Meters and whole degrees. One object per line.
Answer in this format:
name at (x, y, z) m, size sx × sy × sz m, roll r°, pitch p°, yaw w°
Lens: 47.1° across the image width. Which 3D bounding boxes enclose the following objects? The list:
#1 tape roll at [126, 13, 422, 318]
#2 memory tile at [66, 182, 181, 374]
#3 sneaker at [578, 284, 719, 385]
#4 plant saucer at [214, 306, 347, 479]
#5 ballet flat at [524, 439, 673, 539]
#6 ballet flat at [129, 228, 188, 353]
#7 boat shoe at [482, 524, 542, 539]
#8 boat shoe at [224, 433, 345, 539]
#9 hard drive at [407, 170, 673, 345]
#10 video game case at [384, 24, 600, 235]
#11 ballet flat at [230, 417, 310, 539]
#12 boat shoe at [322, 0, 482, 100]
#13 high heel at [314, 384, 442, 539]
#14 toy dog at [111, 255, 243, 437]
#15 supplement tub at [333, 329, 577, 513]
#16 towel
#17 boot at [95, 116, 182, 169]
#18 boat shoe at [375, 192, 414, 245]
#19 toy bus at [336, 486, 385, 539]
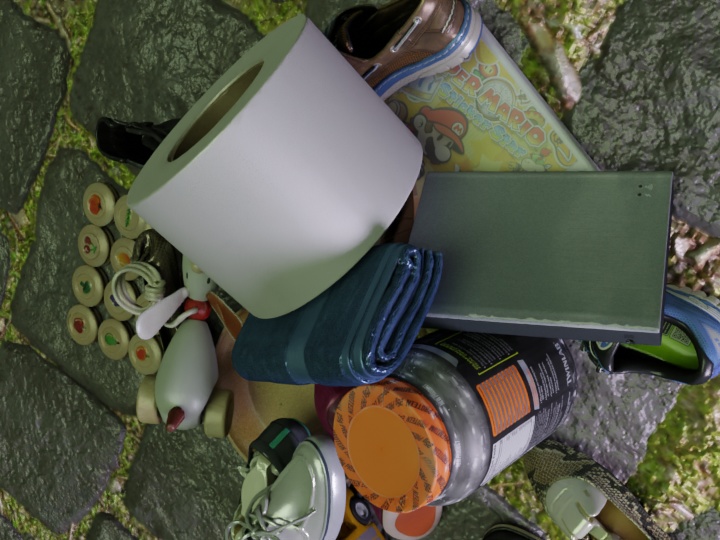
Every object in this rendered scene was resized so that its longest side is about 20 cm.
tape roll at (-0.068, -0.081, 0.661) m, size 0.202 × 0.203 × 0.139 m, roll -33°, pitch 116°, yaw 29°
memory tile at (-0.271, 0.010, 0.944) m, size 0.152 × 0.017 × 0.201 m, roll 20°, pitch 107°, yaw 24°
sneaker at (0.193, 0.029, 0.652) m, size 0.199 × 0.089 × 0.079 m, roll 23°, pitch 118°, yaw 24°
plant saucer at (-0.062, 0.121, 0.841) m, size 0.199 × 0.035 × 0.202 m, roll 5°, pitch 101°, yaw 28°
ballet flat at (0.213, 0.223, 0.688) m, size 0.200 × 0.075 × 0.068 m, roll 42°, pitch 116°, yaw 16°
ballet flat at (-0.204, 0.055, 0.876) m, size 0.067 × 0.046 × 0.202 m, roll -2°, pitch 102°, yaw 48°
boat shoe at (0.176, 0.318, 0.734) m, size 0.074 × 0.063 × 0.202 m, roll -45°, pitch 76°, yaw 29°
boat shoe at (-0.078, 0.236, 0.749) m, size 0.075 × 0.086 × 0.203 m, roll 49°, pitch 131°, yaw 40°
hard drive at (0.134, -0.015, 0.644) m, size 0.199 × 0.033 × 0.140 m, roll 2°, pitch 58°, yaw 24°
video game case at (0.083, -0.099, 0.732) m, size 0.182 × 0.023 × 0.201 m, roll -41°, pitch 79°, yaw 27°
ballet flat at (-0.099, 0.235, 0.823) m, size 0.073 × 0.073 × 0.201 m, roll 28°, pitch 122°, yaw 21°
boat shoe at (0.006, -0.190, 0.707) m, size 0.199 × 0.072 × 0.073 m, roll -20°, pitch 55°, yaw 41°
high heel at (0.018, 0.172, 0.772) m, size 0.096 × 0.067 × 0.201 m, roll 50°, pitch 167°, yaw 50°
toy dog at (-0.172, 0.077, 0.807) m, size 0.131 × 0.096 × 0.202 m, roll -13°, pitch 97°, yaw 0°
supplement tub at (0.078, 0.107, 0.660) m, size 0.122 × 0.199 × 0.124 m, roll 12°, pitch 109°, yaw 39°
towel at (-0.024, 0.040, 0.645) m, size 0.048 × 0.112 × 0.199 m, roll 39°, pitch 154°, yaw -27°
boot at (-0.145, -0.110, 0.787) m, size 0.199 × 0.131 × 0.070 m, roll 8°, pitch 102°, yaw 29°
boat shoe at (0.000, 0.000, 0.739) m, size 0.065 × 0.072 × 0.202 m, roll 15°, pitch 106°, yaw 23°
toy bus at (0.008, 0.318, 0.812) m, size 0.065 × 0.078 × 0.201 m, roll -41°, pitch 79°, yaw 27°
